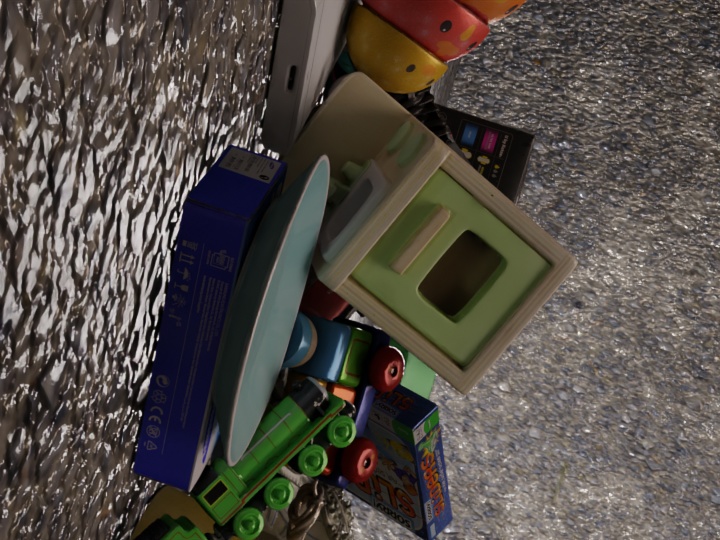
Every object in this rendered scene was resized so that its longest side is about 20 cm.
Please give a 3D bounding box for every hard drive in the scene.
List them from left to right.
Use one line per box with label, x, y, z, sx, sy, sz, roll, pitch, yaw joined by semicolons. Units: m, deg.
hard drive;-0.025;-0.197;0.999;0.201;0.026;0.133;-69;175;-47

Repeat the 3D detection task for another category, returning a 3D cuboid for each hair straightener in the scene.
hair straightener;0.000;0.000;1.148;0.201;0.041;0.077;-55;166;-39

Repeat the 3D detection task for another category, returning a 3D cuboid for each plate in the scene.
plate;-0.060;0.022;0.842;0.200;0.025;0.203;17;89;-87

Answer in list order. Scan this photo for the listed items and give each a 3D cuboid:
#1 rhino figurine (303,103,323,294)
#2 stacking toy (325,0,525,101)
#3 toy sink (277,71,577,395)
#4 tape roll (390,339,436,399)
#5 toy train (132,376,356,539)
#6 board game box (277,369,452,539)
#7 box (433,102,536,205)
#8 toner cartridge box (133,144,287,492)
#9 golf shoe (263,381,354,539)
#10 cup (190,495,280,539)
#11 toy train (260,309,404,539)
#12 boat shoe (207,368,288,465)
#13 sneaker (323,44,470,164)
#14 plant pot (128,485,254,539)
rhino figurine;-0.032;-0.048;1.140;0.088;0.059;0.203;-64;160;-62
stacking toy;0.039;-0.187;1.031;0.201;0.145;0.146;-58;179;11
toy sink;0.036;-0.029;0.979;0.131;0.199;0.112;-48;-164;6
tape roll;-0.009;0.094;1.363;0.048;0.199;0.203;22;83;-41
toy train;-0.083;0.149;0.910;0.200;0.057;0.042;-44;-158;-16
board game box;-0.012;0.131;1.141;0.034;0.199;0.137;-38;135;-31
box;0.058;-0.094;1.307;0.149;0.197;0.126;37;71;-86
toner cartridge box;-0.096;0.031;0.860;0.095;0.043;0.202;-63;169;-62
golf shoe;-0.065;0.193;1.131;0.078;0.096;0.202;-87;155;-71
cup;-0.092;0.274;1.214;0.200;0.141;0.203;17;90;-86
toy train;-0.050;0.128;0.986;0.115;0.084;0.203;22;84;-53
boat shoe;-0.084;0.073;1.048;0.075;0.061;0.203;79;26;-69
sneaker;0.038;-0.146;1.134;0.083;0.200;0.122;-25;141;-26
plant pot;-0.111;0.279;0.991;0.200;0.140;0.203;18;90;-86
